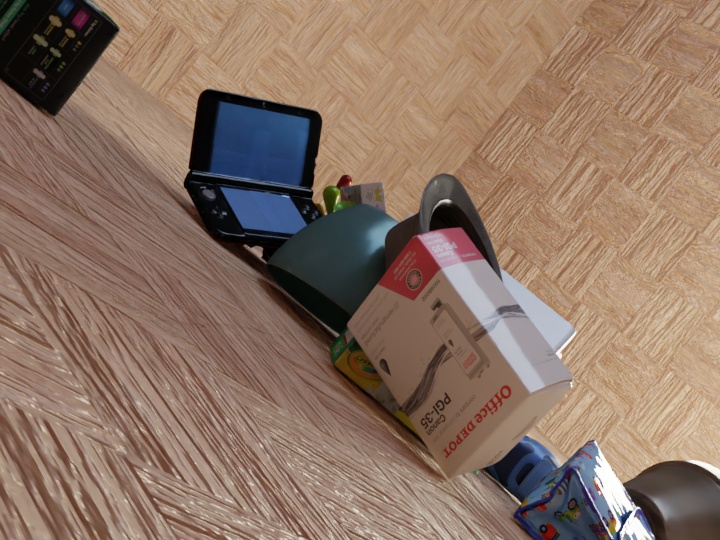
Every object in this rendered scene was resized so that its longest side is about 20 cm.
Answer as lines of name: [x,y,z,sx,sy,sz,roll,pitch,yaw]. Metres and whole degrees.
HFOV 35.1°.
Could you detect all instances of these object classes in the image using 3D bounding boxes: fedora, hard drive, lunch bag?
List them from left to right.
fedora: [0.087,0.000,1.306,0.202,0.089,0.177,62,32,-14]
hard drive: [0.158,0.089,1.371,0.131,0.199,0.026,39,-41,15]
lunch bag: [0.277,0.308,1.262,0.201,0.094,0.150,52,17,10]

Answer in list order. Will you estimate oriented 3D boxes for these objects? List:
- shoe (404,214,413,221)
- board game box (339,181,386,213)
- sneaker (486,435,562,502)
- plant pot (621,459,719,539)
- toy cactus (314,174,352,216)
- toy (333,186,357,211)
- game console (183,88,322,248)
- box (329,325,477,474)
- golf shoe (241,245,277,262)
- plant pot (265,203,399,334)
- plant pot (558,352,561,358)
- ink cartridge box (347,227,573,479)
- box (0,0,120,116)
shoe: [0.082,0.008,1.619,0.090,0.072,0.202,25,-39,10]
board game box: [0.010,-0.019,1.597,0.034,0.204,0.134,-6,3,-13]
sneaker: [0.234,0.273,1.392,0.199,0.074,0.082,40,4,4]
plant pot: [0.385,0.341,1.468,0.172,0.202,0.200,15,19,-44]
toy cactus: [-0.035,-0.025,1.694,0.101,0.164,0.203,11,-56,49]
toy: [-0.026,0.000,1.578,0.046,0.203,0.116,-6,30,-14]
game console: [-0.116,-0.125,1.473,0.197,0.120,0.173,5,37,-38]
box: [0.056,0.142,1.263,0.200,0.048,0.117,42,2,-7]
golf shoe: [-0.136,-0.066,1.572,0.199,0.088,0.077,38,4,-25]
plant pot: [0.000,0.000,1.403,0.199,0.136,0.200,35,-11,8]
plant pot: [0.146,0.116,1.541,0.200,0.183,0.200,39,2,-1]
ink cartridge box: [0.097,0.082,1.144,0.082,0.147,0.201,-8,55,-47]
box: [-0.380,-0.287,1.238,0.199,0.125,0.149,38,3,-25]
